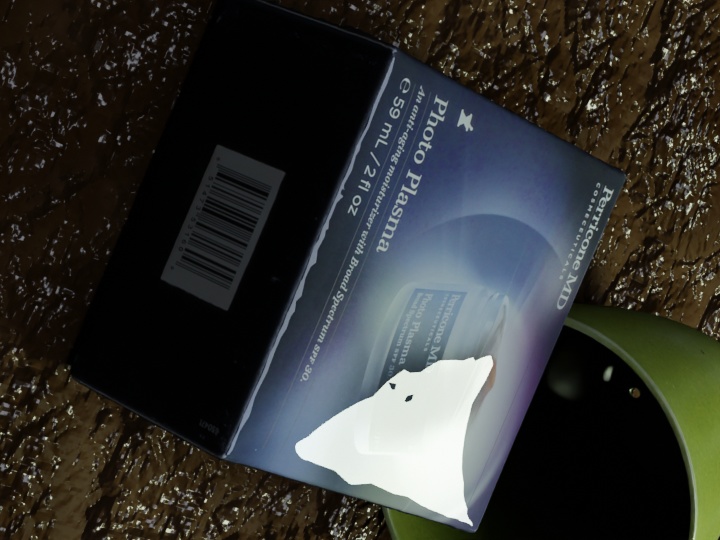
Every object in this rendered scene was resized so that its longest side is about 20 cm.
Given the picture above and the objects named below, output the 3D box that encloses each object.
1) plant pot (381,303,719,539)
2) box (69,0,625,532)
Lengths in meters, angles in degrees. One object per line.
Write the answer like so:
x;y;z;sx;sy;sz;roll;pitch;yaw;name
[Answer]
0.138;0.095;1.267;0.200;0.186;0.188;-18;121;-57;plant pot
0.000;0.000;1.106;0.198;0.123;0.201;22;92;-49;box
